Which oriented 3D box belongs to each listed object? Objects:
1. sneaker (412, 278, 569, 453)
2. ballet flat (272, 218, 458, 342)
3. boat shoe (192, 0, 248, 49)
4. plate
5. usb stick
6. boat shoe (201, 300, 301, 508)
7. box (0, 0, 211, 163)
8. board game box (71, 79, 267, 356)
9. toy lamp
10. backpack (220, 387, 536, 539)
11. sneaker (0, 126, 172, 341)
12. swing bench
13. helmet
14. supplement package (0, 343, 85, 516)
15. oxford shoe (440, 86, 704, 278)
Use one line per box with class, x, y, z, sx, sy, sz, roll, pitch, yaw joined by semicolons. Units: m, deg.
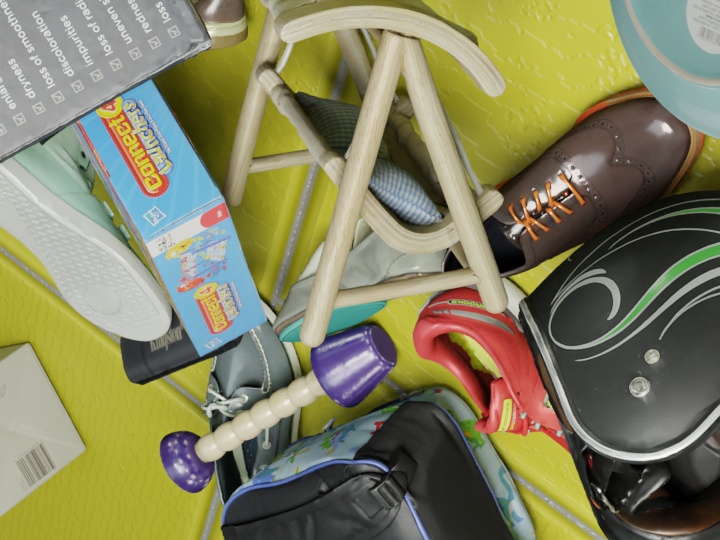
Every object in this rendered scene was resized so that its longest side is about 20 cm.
sneaker;0.114;0.089;1.013;0.200;0.085;0.077;39;138;14
ballet flat;0.000;0.000;1.077;0.200;0.067;0.064;-25;71;54
boat shoe;-0.156;-0.212;1.060;0.200;0.073;0.065;25;121;22
plate;0.181;-0.160;0.770;0.200;0.026;0.201;23;118;53
usb stick;-0.142;0.051;1.214;0.200;0.033;0.056;-23;67;59
boat shoe;-0.090;0.111;1.223;0.073;0.062;0.200;20;128;34
box;-0.218;-0.169;0.877;0.200;0.196;0.124;61;177;-13
board game box;-0.144;-0.066;1.045;0.196;0.056;0.200;58;172;24
toy lamp;-0.059;0.102;1.155;0.200;0.058;0.058;-33;95;26
backpack;0.016;0.189;1.122;0.200;0.147;0.183;-21;103;42
sneaker;-0.204;-0.044;1.192;0.200;0.118;0.074;46;125;-13
swing bench;-0.006;-0.097;0.896;0.199;0.130;0.200;-122;25;-56
helmet;0.199;0.052;0.837;0.190;0.200;0.200;-21;107;3
supplement package;-0.381;0.157;1.465;0.200;0.121;0.120;-10;111;45
oxford shoe;0.123;-0.040;0.925;0.071;0.073;0.200;51;138;0
